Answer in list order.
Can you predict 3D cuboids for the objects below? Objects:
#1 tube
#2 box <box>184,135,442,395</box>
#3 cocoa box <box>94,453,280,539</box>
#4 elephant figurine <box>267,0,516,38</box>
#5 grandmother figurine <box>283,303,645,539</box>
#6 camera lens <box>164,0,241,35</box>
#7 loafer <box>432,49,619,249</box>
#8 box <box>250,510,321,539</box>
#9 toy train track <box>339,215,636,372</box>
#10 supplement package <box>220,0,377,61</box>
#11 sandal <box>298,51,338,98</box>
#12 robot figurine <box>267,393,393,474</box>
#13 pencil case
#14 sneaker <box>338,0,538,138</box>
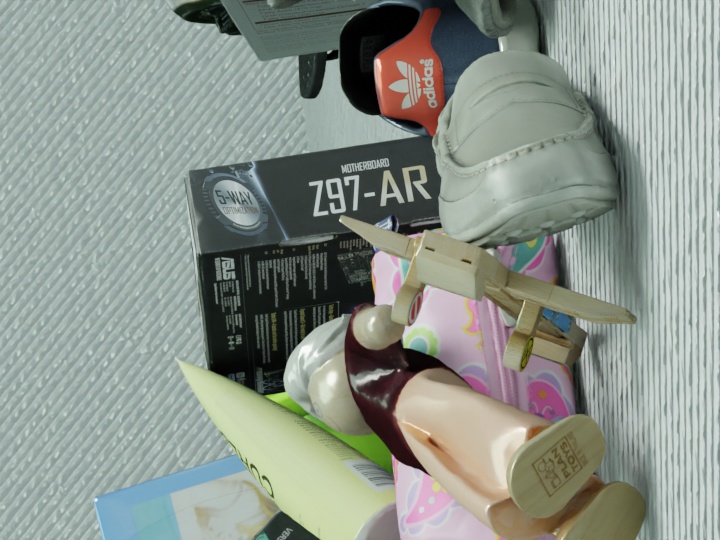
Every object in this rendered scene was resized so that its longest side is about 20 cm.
[{"bbox_3d":[-0.024,0.096,1.384,0.200,0.052,0.058,36,133,57],"label":"tube"},{"bbox_3d":[0.000,0.000,1.412,0.200,0.159,0.044,90,170,-68],"label":"box"},{"bbox_3d":[-0.043,0.200,1.548,0.131,0.133,0.201,45,-151,-77],"label":"cocoa box"},{"bbox_3d":[0.021,-0.159,1.236,0.142,0.155,0.200,46,170,25],"label":"elephant figurine"},{"bbox_3d":[0.029,0.060,1.180,0.200,0.060,0.122,23,142,58],"label":"grandmother figurine"},{"bbox_3d":[-0.042,-0.238,1.643,0.160,0.159,0.201,156,107,-86],"label":"camera lens"},{"bbox_3d":[0.057,-0.048,1.129,0.200,0.069,0.070,-131,26,-85],"label":"loafer"},{"bbox_3d":[0.034,0.197,1.240,0.199,0.036,0.145,34,156,18],"label":"box"},{"bbox_3d":[0.053,0.020,1.129,0.200,0.114,0.033,31,-102,-72],"label":"toy train track"},{"bbox_3d":[-0.016,-0.188,1.451,0.200,0.116,0.118,57,-153,-78],"label":"supplement package"},{"bbox_3d":[-0.016,-0.212,2.304,0.076,0.048,0.201,-99,16,-45],"label":"sandal"},{"bbox_3d":[0.007,0.056,1.682,0.175,0.115,0.201,-30,-52,-57],"label":"robot figurine"},{"bbox_3d":[0.056,0.073,1.274,0.087,0.087,0.201,95,170,-73],"label":"pencil case"},{"bbox_3d":[0.030,-0.102,1.345,0.200,0.084,0.076,-118,22,-81],"label":"sneaker"}]
